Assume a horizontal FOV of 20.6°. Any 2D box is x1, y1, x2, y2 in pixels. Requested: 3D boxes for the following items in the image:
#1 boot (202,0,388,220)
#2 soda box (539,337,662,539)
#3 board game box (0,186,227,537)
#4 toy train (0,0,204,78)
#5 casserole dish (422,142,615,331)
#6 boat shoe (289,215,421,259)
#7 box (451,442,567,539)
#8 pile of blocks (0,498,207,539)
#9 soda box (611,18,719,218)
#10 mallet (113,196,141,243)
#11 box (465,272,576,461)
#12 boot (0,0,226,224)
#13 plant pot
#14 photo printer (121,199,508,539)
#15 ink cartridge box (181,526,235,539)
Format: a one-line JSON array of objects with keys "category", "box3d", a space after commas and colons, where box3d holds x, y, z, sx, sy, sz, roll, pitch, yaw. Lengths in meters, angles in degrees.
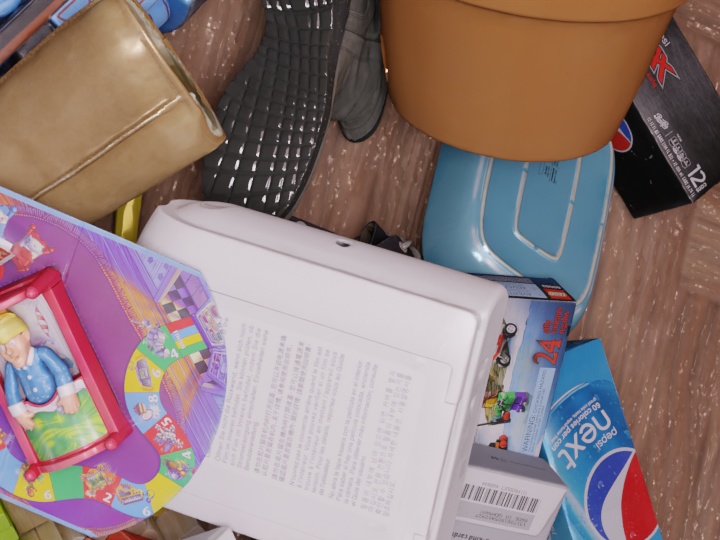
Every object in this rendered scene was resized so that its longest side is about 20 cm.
[{"category": "boot", "box3d": [-0.019, -0.099, 1.146, 0.131, 0.067, 0.202, 37, 65, -62]}, {"category": "soda box", "box3d": [0.137, 0.147, 1.222, 0.064, 0.068, 0.202, -19, 93, -26]}, {"category": "board game box", "box3d": [-0.168, 0.050, 0.984, 0.199, 0.039, 0.159, 23, 108, 5]}, {"category": "toy train", "box3d": [-0.152, -0.162, 1.090, 0.114, 0.087, 0.200, 45, 68, -8]}, {"category": "casserole dish", "box3d": [0.103, -0.044, 1.204, 0.121, 0.039, 0.201, 33, 50, -22]}, {"category": "boat shoe", "box3d": [0.000, 0.000, 1.172, 0.198, 0.074, 0.061, 11, 85, -16]}, {"category": "box", "box3d": [0.011, 0.188, 1.126, 0.155, 0.041, 0.201, 14, 106, -24]}, {"category": "pile of blocks", "box3d": [-0.154, 0.133, 1.067, 0.199, 0.062, 0.083, -8, 128, -27]}, {"category": "soda box", "box3d": [0.163, -0.136, 1.260, 0.063, 0.071, 0.201, -36, 100, -26]}, {"category": "mallet", "box3d": [-0.124, -0.039, 1.135, 0.065, 0.041, 0.202, 16, 74, -22]}, {"category": "box", "box3d": [0.036, 0.099, 1.142, 0.135, 0.038, 0.202, 3, 111, -22]}, {"category": "boot", "box3d": [-0.156, -0.022, 1.039, 0.199, 0.066, 0.176, -34, 117, 5]}, {"category": "plant pot", "box3d": [0.092, -0.153, 1.126, 0.199, 0.200, 0.141, -7, 122, -26]}, {"category": "photo printer", "box3d": [-0.037, 0.059, 1.016, 0.198, 0.069, 0.168, 16, 107, 14]}, {"category": "ink cartridge box", "box3d": [-0.102, 0.251, 0.997, 0.201, 0.143, 0.084, 69, 21, -4]}]
